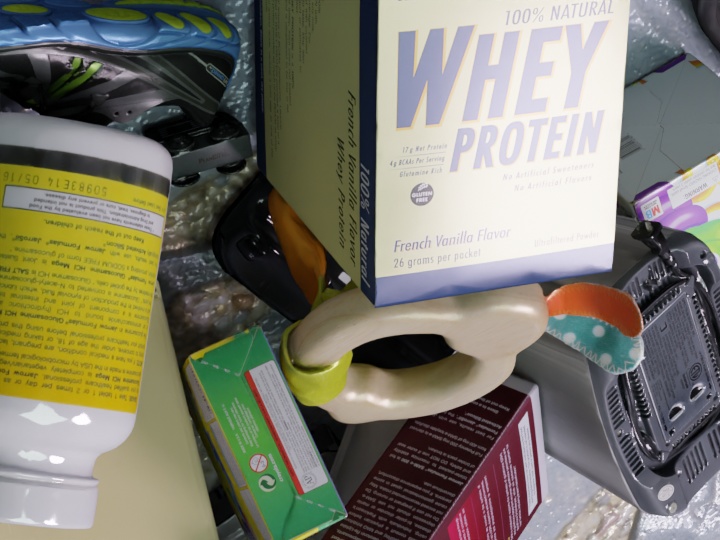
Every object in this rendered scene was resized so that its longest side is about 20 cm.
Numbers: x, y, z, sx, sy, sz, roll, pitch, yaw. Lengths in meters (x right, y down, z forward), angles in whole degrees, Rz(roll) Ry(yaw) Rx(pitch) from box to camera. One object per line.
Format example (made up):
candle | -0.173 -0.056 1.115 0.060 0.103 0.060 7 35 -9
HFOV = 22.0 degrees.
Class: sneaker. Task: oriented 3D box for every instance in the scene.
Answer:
sneaker | -0.160 -0.103 0.993 0.199 0.071 0.083 -1 114 -26

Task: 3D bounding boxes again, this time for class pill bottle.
pill bottle | -0.164 0.027 0.950 0.112 0.112 0.201 11 83 -29

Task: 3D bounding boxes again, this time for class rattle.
rattle | 0.053 0.002 1.025 0.200 0.143 0.130 -22 129 22

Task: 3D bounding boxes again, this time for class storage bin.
storage bin | -0.189 0.120 1.056 0.198 0.094 0.201 -14 97 -14

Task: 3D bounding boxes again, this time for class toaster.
toaster | 0.145 0.042 1.101 0.114 0.129 0.200 -41 127 -23

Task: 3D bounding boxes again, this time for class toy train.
toy train | -0.159 -0.053 1.042 0.199 0.046 0.034 -16 126 -15

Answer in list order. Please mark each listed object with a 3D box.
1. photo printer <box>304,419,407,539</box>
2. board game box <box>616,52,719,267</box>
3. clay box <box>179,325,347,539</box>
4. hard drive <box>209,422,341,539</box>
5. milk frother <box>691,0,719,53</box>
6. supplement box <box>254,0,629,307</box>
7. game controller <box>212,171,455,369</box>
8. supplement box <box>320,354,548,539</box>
photo printer | 0.028 0.193 1.191 0.166 0.069 0.200 42 64 -48
board game box | 0.219 -0.018 1.190 0.103 0.105 0.200 -30 128 -5
clay box | -0.062 0.100 1.073 0.047 0.200 0.115 -25 87 -9
hard drive | -0.031 0.207 1.265 0.140 0.038 0.200 -34 126 0
milk frother | 0.312 -0.143 1.094 0.180 0.200 0.188 -39 127 8
supplement box | 0.035 -0.117 0.975 0.134 0.200 0.201 -9 116 -18
game controller | 0.000 0.000 1.155 0.200 0.042 0.104 39 85 -37
supplement box | 0.035 0.159 1.071 0.200 0.061 0.109 -52 148 -33
